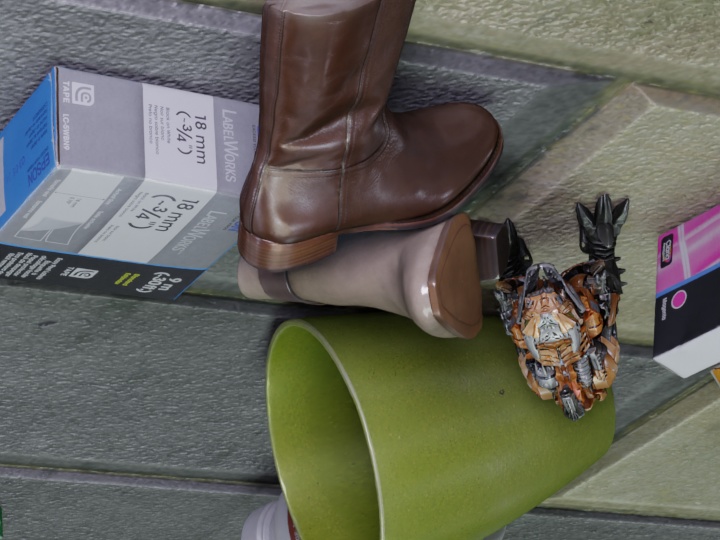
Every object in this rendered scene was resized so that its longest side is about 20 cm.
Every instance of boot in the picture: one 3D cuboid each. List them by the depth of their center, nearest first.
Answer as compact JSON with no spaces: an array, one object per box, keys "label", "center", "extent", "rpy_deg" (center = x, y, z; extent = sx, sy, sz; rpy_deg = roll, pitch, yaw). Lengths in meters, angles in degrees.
[{"label":"boot","center":[0.018,-0.106,1.219],"extent":[0.186,0.064,0.201],"rpy_deg":[-31,146,-33]},{"label":"boot","center":[0.000,0.000,1.355],"extent":[0.145,0.071,0.200],"rpy_deg":[-1,-173,15]}]

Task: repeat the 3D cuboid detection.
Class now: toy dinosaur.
[{"label":"toy dinosaur","center":[0.121,0.036,1.468],"extent":[0.101,0.136,0.200],"rpy_deg":[-3,156,-9]}]

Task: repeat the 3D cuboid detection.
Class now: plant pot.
[{"label":"plant pot","center":[0.063,0.102,1.588],"extent":[0.199,0.188,0.187],"rpy_deg":[-13,160,-22]}]

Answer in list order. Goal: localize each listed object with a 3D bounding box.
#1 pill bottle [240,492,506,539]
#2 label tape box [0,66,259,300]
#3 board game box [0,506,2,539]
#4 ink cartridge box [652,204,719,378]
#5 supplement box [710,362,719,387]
[{"label":"pill bottle","center":[0.006,0.194,1.826],"extent":[0.199,0.113,0.112],"rpy_deg":[-24,151,36]},{"label":"label tape box","center":[-0.107,-0.041,1.327],"extent":[0.199,0.064,0.144],"rpy_deg":[8,153,-28]},{"label":"board game box","center":[-0.368,0.174,1.788],"extent":[0.134,0.029,0.200],"rpy_deg":[-12,156,9]},{"label":"ink cartridge box","center":[0.260,-0.013,1.439],"extent":[0.037,0.095,0.200],"rpy_deg":[31,140,-31]},{"label":"supplement box","center":[0.328,0.034,1.446],"extent":[0.199,0.074,0.126],"rpy_deg":[-33,-178,-10]}]
